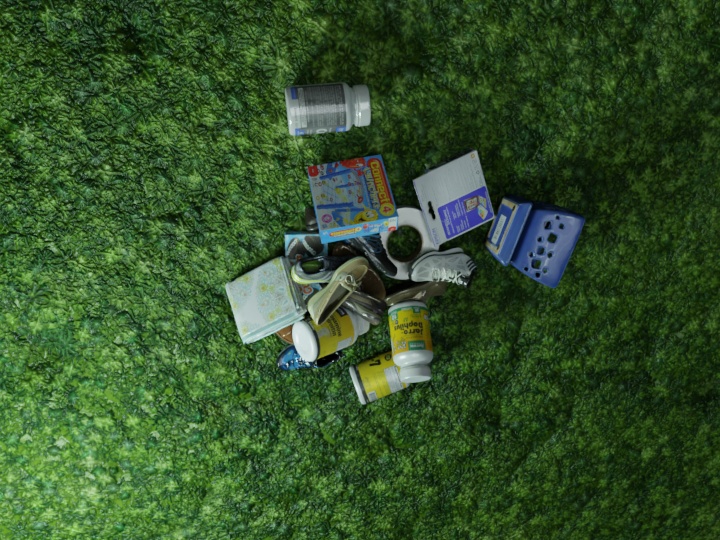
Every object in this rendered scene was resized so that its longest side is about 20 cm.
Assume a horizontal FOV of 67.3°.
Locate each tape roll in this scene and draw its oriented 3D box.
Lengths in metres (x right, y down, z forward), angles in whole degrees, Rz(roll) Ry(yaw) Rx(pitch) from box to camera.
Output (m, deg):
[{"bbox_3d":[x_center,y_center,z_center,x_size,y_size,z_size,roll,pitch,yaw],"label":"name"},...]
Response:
[{"bbox_3d":[0.119,-0.076,1.482,0.199,0.037,0.207,-3,108,-9],"label":"tape roll"}]

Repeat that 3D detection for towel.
[{"bbox_3d":[-0.246,0.076,1.409,0.198,0.048,0.174,-25,72,13],"label":"towel"}]

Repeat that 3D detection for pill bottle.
[{"bbox_3d":[-0.079,-0.391,1.304,0.196,0.114,0.116,-6,109,-7],"label":"pill bottle"},{"bbox_3d":[0.139,0.196,1.472,0.110,0.113,0.204,-1,68,-9],"label":"pill bottle"},{"bbox_3d":[0.076,0.296,1.556,0.197,0.114,0.116,-21,110,-3],"label":"pill bottle"},{"bbox_3d":[-0.076,0.160,1.458,0.198,0.111,0.114,-18,114,-35],"label":"pill bottle"}]

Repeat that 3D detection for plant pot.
[{"bbox_3d":[0.451,-0.092,1.453,0.177,0.200,0.203,17,105,-7],"label":"plant pot"}]

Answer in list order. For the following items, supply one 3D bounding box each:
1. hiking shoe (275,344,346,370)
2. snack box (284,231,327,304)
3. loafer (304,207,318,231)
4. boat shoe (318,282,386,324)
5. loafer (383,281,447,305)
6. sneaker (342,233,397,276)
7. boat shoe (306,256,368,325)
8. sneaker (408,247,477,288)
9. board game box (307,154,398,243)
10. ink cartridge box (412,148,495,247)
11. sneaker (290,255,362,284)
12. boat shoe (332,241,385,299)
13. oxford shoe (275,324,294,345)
[{"bbox_3d":[-0.143,0.238,1.514,0.197,0.087,0.076,-18,110,-3],"label":"hiking shoe"},{"bbox_3d":[-0.146,-0.004,1.461,0.114,0.037,0.204,-2,108,-9],"label":"snack box"},{"bbox_3d":[-0.057,-0.167,1.403,0.197,0.073,0.072,-23,101,-6],"label":"loafer"},{"bbox_3d":[-0.018,0.066,1.426,0.198,0.075,0.074,31,76,15],"label":"boat shoe"},{"bbox_3d":[0.156,0.065,1.514,0.197,0.076,0.069,-18,104,-3],"label":"loafer"},{"bbox_3d":[0.037,-0.061,1.416,0.200,0.073,0.082,42,84,-24],"label":"sneaker"},{"bbox_3d":[-0.050,0.051,1.344,0.200,0.063,0.073,-42,138,9],"label":"boat shoe"},{"bbox_3d":[0.231,0.002,1.451,0.198,0.115,0.077,-17,131,-27],"label":"sneaker"},{"bbox_3d":[-0.021,-0.181,1.346,0.192,0.203,0.056,-11,152,-6],"label":"board game box"},{"bbox_3d":[0.246,-0.194,1.450,0.197,0.043,0.201,-25,111,-11],"label":"ink cartridge box"},{"bbox_3d":[-0.076,-0.005,1.367,0.196,0.081,0.075,-8,79,-13],"label":"sneaker"},{"bbox_3d":[0.000,0.000,1.470,0.071,0.065,0.201,-34,107,11],"label":"boat shoe"},{"bbox_3d":[-0.194,0.146,1.474,0.198,0.072,0.071,29,132,-18],"label":"oxford shoe"}]
